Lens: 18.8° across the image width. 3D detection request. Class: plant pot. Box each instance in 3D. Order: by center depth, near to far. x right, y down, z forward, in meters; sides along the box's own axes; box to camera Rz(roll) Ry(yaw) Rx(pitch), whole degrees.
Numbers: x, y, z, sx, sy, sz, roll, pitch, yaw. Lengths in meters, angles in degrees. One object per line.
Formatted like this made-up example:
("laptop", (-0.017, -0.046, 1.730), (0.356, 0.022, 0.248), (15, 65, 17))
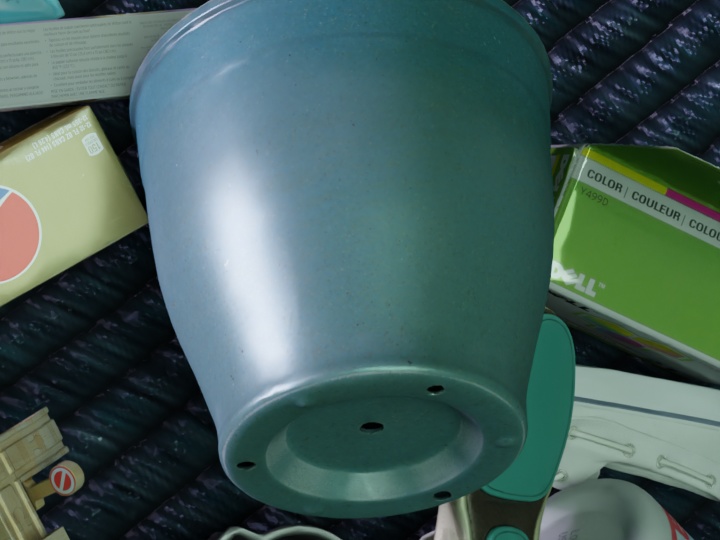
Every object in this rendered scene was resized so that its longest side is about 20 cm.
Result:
("plant pot", (0.000, 0.000, 0.974), (0.199, 0.200, 0.189), (5, 56, -17))

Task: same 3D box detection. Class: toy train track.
("toy train track", (-0.173, 0.046, 0.950), (0.032, 0.115, 0.201), (-25, 94, 30))

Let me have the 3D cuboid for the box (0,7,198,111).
("box", (-0.148, -0.097, 1.023), (0.199, 0.039, 0.042), (-10, 94, -30))

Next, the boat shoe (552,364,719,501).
("boat shoe", (0.109, 0.082, 1.115), (0.199, 0.074, 0.066), (9, 85, -16))

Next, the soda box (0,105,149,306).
("soda box", (-0.203, -0.003, 1.016), (0.199, 0.068, 0.064), (-31, 101, -14))

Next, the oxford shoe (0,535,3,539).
("oxford shoe", (-0.181, 0.132, 0.975), (0.058, 0.075, 0.201), (-33, 96, -48))

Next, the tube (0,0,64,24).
("tube", (-0.241, -0.110, 1.015), (0.199, 0.050, 0.078), (-31, 110, -19))

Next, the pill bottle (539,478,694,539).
("pill bottle", (0.159, 0.203, 1.105), (0.109, 0.109, 0.200), (-50, 120, -10))

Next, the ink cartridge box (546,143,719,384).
("ink cartridge box", (0.155, -0.001, 1.059), (0.147, 0.200, 0.076), (24, 85, -16))

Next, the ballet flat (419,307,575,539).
("ballet flat", (0.055, 0.114, 1.038), (0.069, 0.069, 0.201), (15, 74, -17))

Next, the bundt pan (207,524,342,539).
("bundt pan", (-0.053, 0.218, 1.067), (0.200, 0.076, 0.204), (-1, 93, -18))
